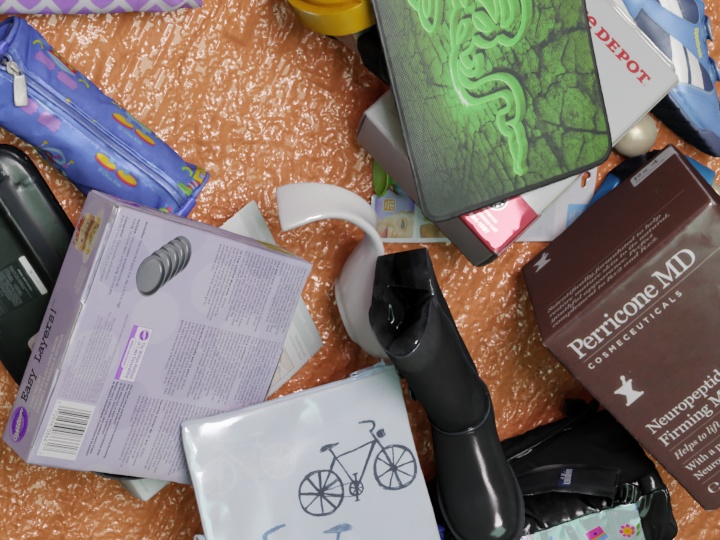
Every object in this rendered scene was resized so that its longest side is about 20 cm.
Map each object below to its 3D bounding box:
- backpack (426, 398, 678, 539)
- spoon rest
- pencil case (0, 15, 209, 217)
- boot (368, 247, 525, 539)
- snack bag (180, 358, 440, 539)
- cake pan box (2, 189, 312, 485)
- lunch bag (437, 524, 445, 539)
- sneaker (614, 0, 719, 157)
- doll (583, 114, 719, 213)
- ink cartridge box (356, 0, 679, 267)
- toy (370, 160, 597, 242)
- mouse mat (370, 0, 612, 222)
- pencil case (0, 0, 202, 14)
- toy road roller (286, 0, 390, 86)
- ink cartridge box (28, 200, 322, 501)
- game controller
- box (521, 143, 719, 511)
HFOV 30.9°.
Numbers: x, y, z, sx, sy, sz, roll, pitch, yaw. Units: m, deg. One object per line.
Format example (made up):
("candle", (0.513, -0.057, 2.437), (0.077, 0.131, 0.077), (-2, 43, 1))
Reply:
("backpack", (0.152, 0.210, 1.097), (0.199, 0.167, 0.127), (-22, 108, 0))
("spoon rest", (0.000, 0.000, 0.999), (0.060, 0.100, 0.200), (-19, 143, 11))
("pencil case", (-0.204, -0.099, 0.954), (0.200, 0.087, 0.078), (40, 82, -22))
("boot", (0.065, 0.101, 0.970), (0.065, 0.165, 0.200), (-18, 141, 4))
("snack bag", (-0.035, 0.184, 0.979), (0.188, 0.021, 0.201), (-14, 91, -21))
("cake pan box", (-0.144, 0.060, 0.950), (0.184, 0.052, 0.201), (15, 96, -40))
("lunch bag", (-0.027, 0.261, 1.064), (0.094, 0.150, 0.201), (11, 97, -62))
("sneaker", (0.258, -0.180, 1.062), (0.082, 0.074, 0.200), (-39, 112, -4))
("doll", (0.246, -0.038, 1.109), (0.136, 0.048, 0.201), (-16, 108, -5))
("ink cartridge box", (0.119, -0.124, 0.998), (0.200, 0.083, 0.146), (-43, 88, -9))
("toy", (0.109, -0.075, 1.063), (0.199, 0.047, 0.116), (0, 105, -14))
("mouse mat", (0.093, -0.147, 0.910), (0.160, 0.008, 0.201), (-20, 107, -17))
("pencil case", (-0.206, -0.226, 0.926), (0.199, 0.086, 0.084), (-1, 142, -15))
("toy road roller", (0.033, -0.243, 0.930), (0.200, 0.123, 0.146), (-40, 138, -6))
("ink cartridge box", (-0.138, 0.058, 1.020), (0.200, 0.047, 0.160), (-41, 128, -22))
("game controller", (-0.257, 0.005, 0.998), (0.104, 0.042, 0.200), (-26, 110, 8))
("box", (0.257, 0.041, 1.024), (0.166, 0.164, 0.200), (-42, 104, 15))
